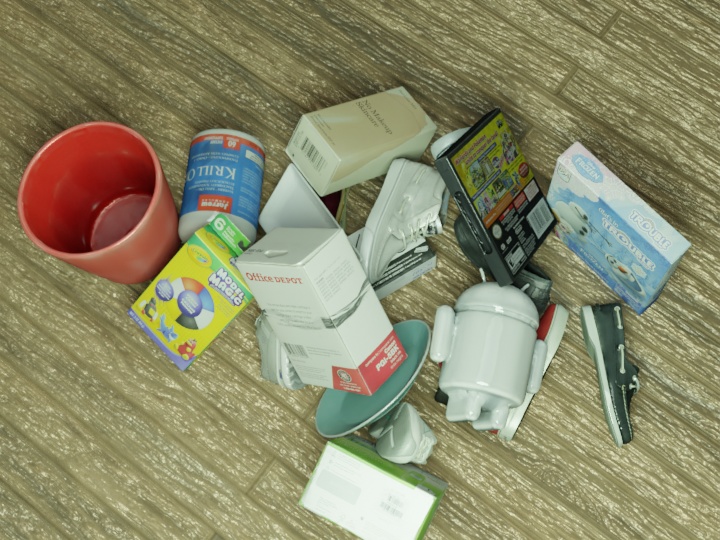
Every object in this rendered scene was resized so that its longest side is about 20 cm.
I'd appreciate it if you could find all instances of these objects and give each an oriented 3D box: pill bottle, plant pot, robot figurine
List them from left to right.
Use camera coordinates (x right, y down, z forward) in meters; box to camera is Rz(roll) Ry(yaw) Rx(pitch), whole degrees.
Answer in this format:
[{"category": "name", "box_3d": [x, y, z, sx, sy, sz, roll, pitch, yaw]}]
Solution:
[{"category": "plant pot", "box_3d": [-0.339, -0.076, 1.529, 0.198, 0.178, 0.203, -4, 68, 10]}, {"category": "pill bottle", "box_3d": [-0.197, -0.088, 1.576, 0.111, 0.112, 0.202, 3, 68, 2]}, {"category": "robot figurine", "box_3d": [0.165, 0.101, 1.428, 0.168, 0.113, 0.202, 22, 72, -23]}]

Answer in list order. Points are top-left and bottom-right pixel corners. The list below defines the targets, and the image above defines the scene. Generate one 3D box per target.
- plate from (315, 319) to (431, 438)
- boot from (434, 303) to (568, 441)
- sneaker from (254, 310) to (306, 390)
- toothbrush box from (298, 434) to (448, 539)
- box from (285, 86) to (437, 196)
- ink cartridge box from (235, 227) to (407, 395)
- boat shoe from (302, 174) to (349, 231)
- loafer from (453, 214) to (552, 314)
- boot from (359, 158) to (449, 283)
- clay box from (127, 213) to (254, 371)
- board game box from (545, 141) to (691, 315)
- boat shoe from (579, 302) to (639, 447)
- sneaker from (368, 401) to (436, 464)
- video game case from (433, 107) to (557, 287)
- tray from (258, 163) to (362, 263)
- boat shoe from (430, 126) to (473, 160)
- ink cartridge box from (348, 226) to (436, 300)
[{"category": "plate", "box_3d": [0.021, 0.145, 1.456, 0.026, 0.200, 0.200, 47, 73, -20]}, {"category": "boot", "box_3d": [0.186, 0.110, 1.515, 0.143, 0.073, 0.201, 28, 75, 13]}, {"category": "sneaker", "box_3d": [-0.116, 0.059, 1.508, 0.081, 0.074, 0.202, 0, 89, 37]}, {"category": "toothbrush box", "box_3d": [0.021, 0.274, 1.375, 0.145, 0.200, 0.087, 26, 87, 11]}, {"category": "box", "box_3d": [0.003, -0.185, 1.583, 0.199, 0.078, 0.095, -25, 67, -40]}, {"category": "ink cartridge box", "box_3d": [-0.049, 0.048, 1.408, 0.146, 0.201, 0.083, 4, 39, 49]}, {"category": "boat shoe", "box_3d": [-0.049, -0.126, 1.612, 0.073, 0.067, 0.202, -5, 69, -1]}, {"category": "loafer", "box_3d": [0.199, -0.021, 1.539, 0.068, 0.071, 0.201, 2, 37, -37]}, {"category": "boot", "box_3d": [0.065, -0.063, 1.531, 0.095, 0.074, 0.202, 13, 66, 15]}, {"category": "clay box", "box_3d": [-0.212, 0.029, 1.489, 0.115, 0.048, 0.200, 45, 120, 2]}, {"category": "board game box", "box_3d": [0.336, -0.052, 1.504, 0.043, 0.199, 0.200, -40, 72, -14]}, {"category": "boat shoe", "box_3d": [0.344, 0.135, 1.497, 0.060, 0.076, 0.202, -10, 69, 3]}, {"category": "sneaker", "box_3d": [0.063, 0.210, 1.413, 0.080, 0.200, 0.071, 35, 90, -4]}, {"category": "video game case", "box_3d": [0.181, -0.100, 1.462, 0.182, 0.025, 0.200, 61, 35, -11]}, {"category": "tray", "box_3d": [-0.066, -0.044, 1.537, 0.108, 0.022, 0.201, -55, 53, 27]}, {"category": "boat shoe", "box_3d": [0.169, -0.134, 1.548, 0.070, 0.200, 0.092, -31, 71, 23]}, {"category": "ink cartridge box", "box_3d": [0.000, 0.000, 1.573, 0.199, 0.044, 0.094, -30, 69, -10]}]
